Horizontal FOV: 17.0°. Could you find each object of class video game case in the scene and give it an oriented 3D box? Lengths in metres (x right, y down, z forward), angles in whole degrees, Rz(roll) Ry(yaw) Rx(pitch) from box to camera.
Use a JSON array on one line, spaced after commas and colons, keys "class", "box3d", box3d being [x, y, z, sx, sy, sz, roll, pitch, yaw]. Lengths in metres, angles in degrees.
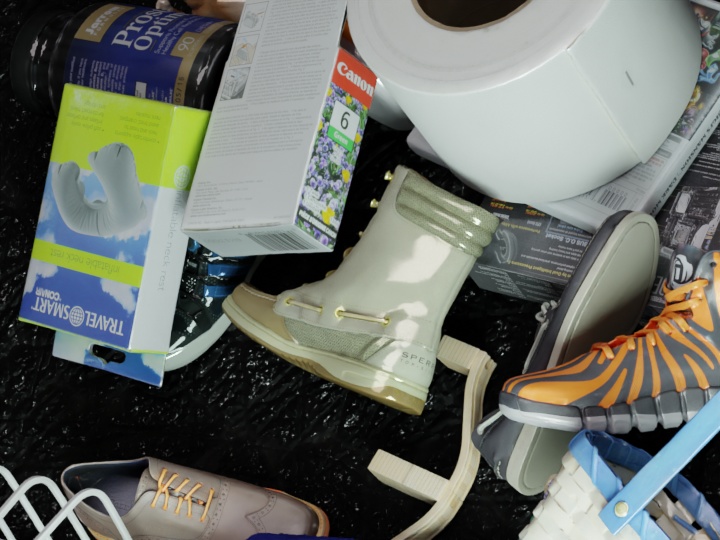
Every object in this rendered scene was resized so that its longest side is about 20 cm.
[{"class": "video game case", "box3d": [0.155, -0.123, 1.638, 0.200, 0.023, 0.182, 27, 76, 38]}]

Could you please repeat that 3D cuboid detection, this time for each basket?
[{"class": "basket", "box3d": [0.192, 0.146, 1.424, 0.200, 0.176, 0.139, -41, 59, 11]}]

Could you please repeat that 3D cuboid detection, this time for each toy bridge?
[{"class": "toy bridge", "box3d": [0.037, 0.141, 1.602, 0.067, 0.027, 0.200, 21, 74, 35]}]

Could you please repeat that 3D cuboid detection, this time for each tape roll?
[{"class": "tape roll", "box3d": [0.109, -0.164, 1.585, 0.202, 0.139, 0.203, -15, 54, 21]}]

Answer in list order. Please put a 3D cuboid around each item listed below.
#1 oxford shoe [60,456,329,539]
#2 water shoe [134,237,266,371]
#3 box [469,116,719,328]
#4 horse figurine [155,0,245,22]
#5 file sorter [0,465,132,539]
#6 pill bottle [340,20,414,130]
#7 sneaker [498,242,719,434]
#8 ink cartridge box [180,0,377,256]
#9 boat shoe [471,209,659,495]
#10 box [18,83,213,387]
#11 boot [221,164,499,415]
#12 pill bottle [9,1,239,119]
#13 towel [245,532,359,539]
[{"class": "oxford shoe", "box3d": [-0.117, 0.167, 1.638, 0.200, 0.073, 0.071, 2, 63, 29]}, {"class": "water shoe", "box3d": [-0.110, -0.021, 1.743, 0.071, 0.079, 0.200, 30, 79, 37]}, {"class": "box", "box3d": [0.185, -0.045, 1.620, 0.200, 0.050, 0.158, 13, 69, 33]}, {"class": "horse figurine", "box3d": [-0.071, -0.216, 1.826, 0.200, 0.133, 0.050, -6, 56, 10]}, {"class": "file sorter", "box3d": [-0.256, 0.208, 1.615, 0.200, 0.125, 0.139, 9, 46, 39]}, {"class": "pill bottle", "box3d": [0.053, -0.210, 1.749, 0.113, 0.113, 0.200, 32, 79, 37]}, {"class": "sneaker", "box3d": [0.180, 0.040, 1.495, 0.200, 0.078, 0.112, -4, 96, -14]}, {"class": "ink cartridge box", "box3d": [-0.048, -0.111, 1.672, 0.109, 0.050, 0.200, -2, 65, 41]}, {"class": "boat shoe", "box3d": [0.127, 0.044, 1.551, 0.063, 0.073, 0.200, 34, 109, 38]}, {"class": "box", "box3d": [-0.178, -0.027, 1.728, 0.122, 0.048, 0.200, 13, 93, 39]}, {"class": "boot", "box3d": [0.000, 0.000, 1.648, 0.200, 0.072, 0.155, 22, 88, 48]}, {"class": "pill bottle", "box3d": [-0.164, -0.144, 1.825, 0.200, 0.112, 0.112, 13, 69, 32]}, {"class": "towel", "box3d": [0.005, 0.231, 1.512, 0.200, 0.050, 0.148, 4, 36, 15]}]
